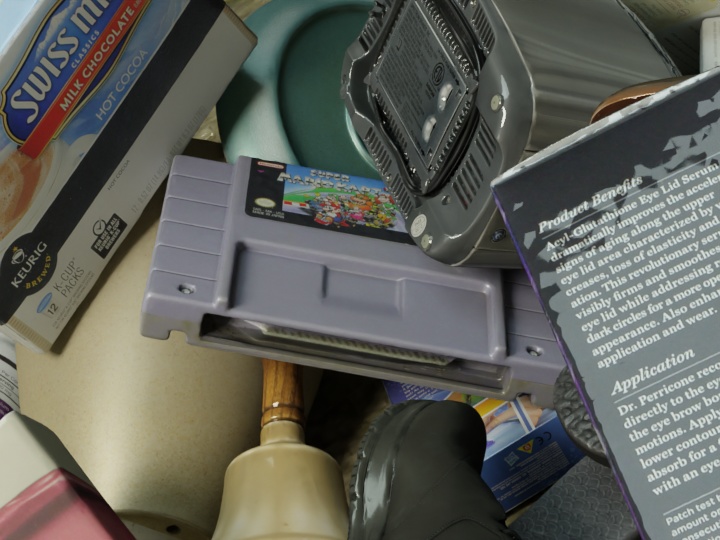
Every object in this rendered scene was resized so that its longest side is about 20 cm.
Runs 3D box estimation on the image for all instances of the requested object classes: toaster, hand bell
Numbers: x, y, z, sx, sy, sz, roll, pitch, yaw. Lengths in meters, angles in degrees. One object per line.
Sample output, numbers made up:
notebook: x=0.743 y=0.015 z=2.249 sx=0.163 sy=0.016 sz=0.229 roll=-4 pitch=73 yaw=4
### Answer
toaster: x=0.076 y=-0.082 z=0.954 sx=0.114 sy=0.128 sz=0.201 roll=-63 pitch=34 yaw=30
hand bell: x=-0.038 y=0.066 z=0.934 sx=0.104 sy=0.104 sz=0.201 roll=-21 pitch=53 yaw=24

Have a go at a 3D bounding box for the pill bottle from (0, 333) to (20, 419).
pill bottle: x=-0.246 y=0.112 z=1.147 sx=0.112 sy=0.113 sz=0.201 roll=-22 pitch=30 yaw=22

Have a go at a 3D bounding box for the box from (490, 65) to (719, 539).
box: x=0.142 y=0.053 z=0.722 sx=0.104 sy=0.148 sz=0.201 roll=-26 pitch=49 yaw=6

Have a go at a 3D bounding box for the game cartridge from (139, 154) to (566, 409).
game cartridge: x=0.000 y=0.000 z=0.936 sx=0.198 sy=0.039 sz=0.130 roll=10 pitch=38 yaw=-5

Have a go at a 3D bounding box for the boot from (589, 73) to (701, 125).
boot: x=0.197 y=-0.074 z=0.816 sx=0.198 sy=0.075 sz=0.097 roll=3 pitch=42 yaw=10

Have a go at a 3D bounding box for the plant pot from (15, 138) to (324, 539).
plant pot: x=-0.104 y=0.066 z=1.020 sx=0.186 sy=0.187 sz=0.201 roll=-20 pitch=44 yaw=26

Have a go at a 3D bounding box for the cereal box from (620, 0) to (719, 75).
cereal box: x=0.162 y=-0.141 z=1.069 sx=0.199 sy=0.144 sz=0.040 roll=-17 pitch=68 yaw=28

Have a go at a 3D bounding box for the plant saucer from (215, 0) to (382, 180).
plant saucer: x=0.015 y=-0.071 z=1.058 sx=0.027 sy=0.200 sz=0.201 roll=-37 pitch=19 yaw=46

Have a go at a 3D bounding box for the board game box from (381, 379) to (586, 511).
board game box: x=0.110 y=0.034 z=0.965 sx=0.199 sy=0.035 sz=0.136 roll=-32 pitch=29 yaw=5

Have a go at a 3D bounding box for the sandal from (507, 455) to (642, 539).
sandal: x=0.065 y=0.150 z=0.844 sx=0.199 sy=0.043 sz=0.076 roll=-32 pitch=34 yaw=-14

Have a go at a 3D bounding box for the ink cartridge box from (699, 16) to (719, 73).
ink cartridge box: x=0.268 y=-0.083 z=0.962 sx=0.198 sy=0.050 sz=0.163 roll=-3 pitch=32 yaw=11

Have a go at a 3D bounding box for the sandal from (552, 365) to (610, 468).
sandal: x=0.179 y=0.067 z=0.831 sx=0.198 sy=0.045 sz=0.075 roll=1 pitch=50 yaw=20

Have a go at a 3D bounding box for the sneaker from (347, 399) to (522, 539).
sneaker: x=0.033 y=0.120 z=0.795 sx=0.090 sy=0.076 sz=0.200 roll=-1 pitch=30 yaw=17

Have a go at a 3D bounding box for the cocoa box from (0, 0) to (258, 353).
cocoa box: x=-0.176 y=-0.089 z=0.971 sx=0.133 sy=0.131 sz=0.201 roll=26 pitch=78 yaw=41

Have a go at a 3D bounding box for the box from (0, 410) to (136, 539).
box: x=-0.124 y=0.177 z=0.806 sx=0.128 sy=0.200 sz=0.109 roll=-39 pitch=-7 yaw=-7
